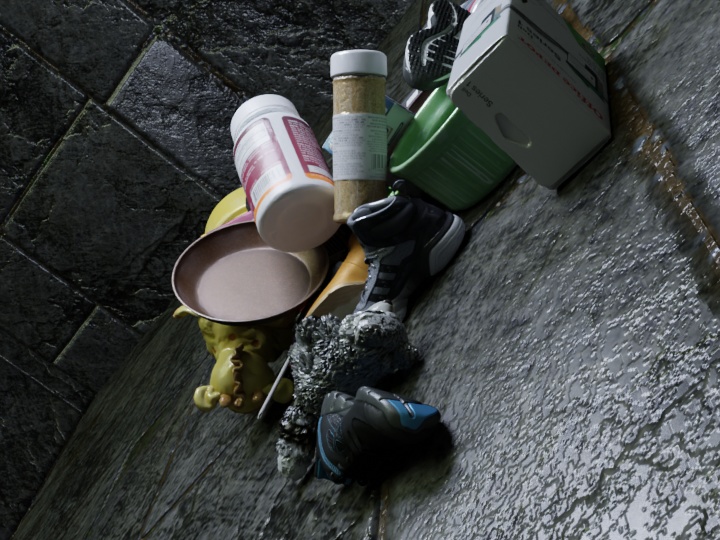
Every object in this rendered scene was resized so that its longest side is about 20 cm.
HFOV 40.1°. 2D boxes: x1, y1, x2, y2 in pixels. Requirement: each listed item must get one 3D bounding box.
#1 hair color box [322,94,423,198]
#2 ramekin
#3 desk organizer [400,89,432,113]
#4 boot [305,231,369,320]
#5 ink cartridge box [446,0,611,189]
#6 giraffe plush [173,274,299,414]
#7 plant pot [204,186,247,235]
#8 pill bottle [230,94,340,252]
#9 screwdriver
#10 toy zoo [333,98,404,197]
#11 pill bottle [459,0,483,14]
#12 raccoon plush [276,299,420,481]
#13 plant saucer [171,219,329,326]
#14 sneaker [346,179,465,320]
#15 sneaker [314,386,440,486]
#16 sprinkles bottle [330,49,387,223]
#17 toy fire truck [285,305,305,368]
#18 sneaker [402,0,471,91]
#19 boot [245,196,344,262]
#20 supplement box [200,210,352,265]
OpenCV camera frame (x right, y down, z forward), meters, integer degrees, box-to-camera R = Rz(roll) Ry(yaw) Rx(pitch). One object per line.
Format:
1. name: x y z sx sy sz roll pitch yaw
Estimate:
1. hair color box: 0.042 -0.167 1.307 0.100 0.060 0.200 -57 -27 9
2. ramekin: 0.132 -0.167 1.164 0.200 0.097 0.200 -50 12 15
3. desk organizer: 0.077 -0.206 1.513 0.200 0.077 0.072 -49 13 18
4. boot: 0.000 -0.001 1.215 0.201 0.071 0.144 -40 25 2
5. ink cartridge box: 0.171 -0.193 0.982 0.084 0.146 0.201 -42 17 30
6. giraffe plush: -0.152 0.120 1.328 0.171 0.200 0.163 -24 56 18
7. plant pot: -0.140 -0.010 1.547 0.201 0.200 0.189 -49 28 17
8. pill bottle: -0.101 -0.130 1.273 0.114 0.114 0.201 -47 44 25
9. screwdriver: -0.084 0.098 1.169 0.029 0.028 0.201 1 43 32
10. toy zoo: 0.034 -0.159 1.395 0.132 0.020 0.200 -53 -27 3
11. pill bottle: 0.177 -0.319 1.365 0.120 0.119 0.200 -53 12 -3
12. raccoon plush: -0.008 0.126 0.995 0.134 0.096 0.202 8 90 61
13. plant saucer: -0.137 0.009 1.247 0.201 0.198 0.037 -67 -23 -47
14. sneaker: 0.017 -0.006 1.103 0.200 0.114 0.076 -50 12 11
15. sneaker: 0.011 0.148 0.850 0.200 0.073 0.083 146 142 -70
16. sprinkles bottle: -0.001 -0.157 1.176 0.068 0.068 0.202 -174 84 -75
17. toy fire truck: -0.026 0.044 1.277 0.141 0.049 0.200 -45 16 22
18. sneaker: 0.092 -0.258 1.208 0.080 0.073 0.200 -64 -1 37
19. boot: -0.077 -0.091 1.501 0.070 0.199 0.132 -54 13 28
20. supplement box: -0.105 -0.040 1.372 0.199 0.086 0.110 -27 -21 7
